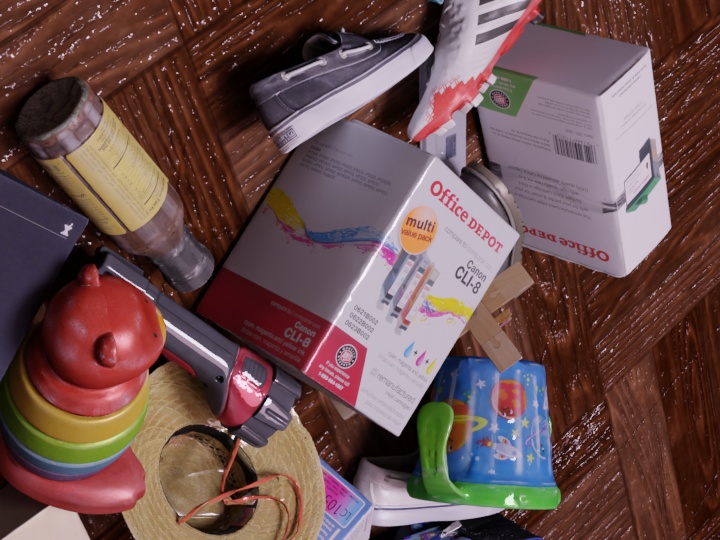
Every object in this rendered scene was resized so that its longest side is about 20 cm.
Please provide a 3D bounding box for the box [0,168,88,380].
[{"bbox_3d":[-0.309,-0.004,0.996,0.200,0.104,0.183,31,88,-48],"label":"box"}]

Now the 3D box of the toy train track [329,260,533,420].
[{"bbox_3d":[0.062,0.062,1.345,0.200,0.115,0.033,-36,169,-1],"label":"toy train track"}]

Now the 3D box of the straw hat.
[{"bbox_3d":[-0.132,0.173,1.265,0.201,0.085,0.202,13,68,-35],"label":"straw hat"}]

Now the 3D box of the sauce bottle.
[{"bbox_3d":[-0.172,-0.055,1.139,0.065,0.065,0.200,-50,138,-15],"label":"sauce bottle"}]

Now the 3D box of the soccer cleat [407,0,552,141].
[{"bbox_3d":[0.090,-0.199,1.325,0.085,0.069,0.200,38,86,-4],"label":"soccer cleat"}]

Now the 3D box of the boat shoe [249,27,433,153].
[{"bbox_3d":[-0.016,-0.160,1.241,0.200,0.072,0.068,-37,95,-43],"label":"boat shoe"}]

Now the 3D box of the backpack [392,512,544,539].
[{"bbox_3d":[0.069,0.327,1.512,0.200,0.134,0.183,-7,117,-44],"label":"backpack"}]

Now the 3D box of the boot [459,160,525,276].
[{"bbox_3d":[0.058,0.020,1.397,0.200,0.073,0.182,-36,139,-18],"label":"boot"}]

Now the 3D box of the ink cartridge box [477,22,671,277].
[{"bbox_3d":[0.191,-0.109,1.411,0.084,0.146,0.200,-42,135,-30],"label":"ink cartridge box"}]

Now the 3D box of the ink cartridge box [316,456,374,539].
[{"bbox_3d":[-0.079,0.267,1.343,0.200,0.076,0.137,-49,167,-18],"label":"ink cartridge box"}]

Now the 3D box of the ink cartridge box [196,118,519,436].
[{"bbox_3d":[0.000,0.000,1.276,0.145,0.144,0.200,38,81,-46],"label":"ink cartridge box"}]

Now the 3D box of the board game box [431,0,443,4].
[{"bbox_3d":[0.020,-0.317,1.212,0.200,0.047,0.151,22,93,-48],"label":"board game box"}]

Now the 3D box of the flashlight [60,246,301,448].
[{"bbox_3d":[-0.138,0.059,1.195,0.200,0.068,0.068,36,90,-26],"label":"flashlight"}]

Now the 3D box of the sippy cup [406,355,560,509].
[{"bbox_3d":[0.114,0.144,1.411,0.178,0.139,0.131,114,-19,-84],"label":"sippy cup"}]

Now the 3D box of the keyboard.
[{"bbox_3d":[0.074,-0.109,1.399,0.056,0.011,0.201,-27,127,-40],"label":"keyboard"}]

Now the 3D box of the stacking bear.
[{"bbox_3d":[-0.190,0.074,1.084,0.113,0.122,0.200,0,148,-21],"label":"stacking bear"}]

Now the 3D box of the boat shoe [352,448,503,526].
[{"bbox_3d":[0.075,0.189,1.508,0.201,0.075,0.086,0,104,-36],"label":"boat shoe"}]

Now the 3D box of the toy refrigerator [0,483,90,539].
[{"bbox_3d":[-0.235,0.260,1.213,0.076,0.070,0.201,-36,121,-28],"label":"toy refrigerator"}]
